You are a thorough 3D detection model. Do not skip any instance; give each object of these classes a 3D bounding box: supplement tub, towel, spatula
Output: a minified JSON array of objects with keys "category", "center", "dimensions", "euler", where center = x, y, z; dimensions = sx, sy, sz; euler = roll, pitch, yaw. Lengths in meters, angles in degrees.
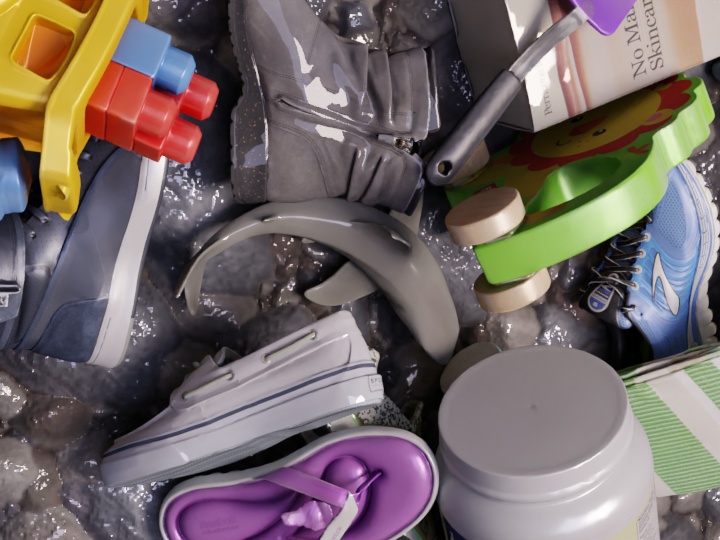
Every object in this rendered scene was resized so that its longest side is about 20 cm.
[{"category":"supplement tub","center":[0.126,0.166,0.871],"dimensions":[0.144,0.145,0.202],"euler":[-24,125,-15]},{"category":"towel","center":[0.262,0.103,0.945],"dimensions":[0.198,0.024,0.152],"euler":[-25,127,31]},{"category":"spatula","center":[0.107,-0.130,0.803],"dimensions":[0.056,0.021,0.200],"euler":[40,91,-23]}]

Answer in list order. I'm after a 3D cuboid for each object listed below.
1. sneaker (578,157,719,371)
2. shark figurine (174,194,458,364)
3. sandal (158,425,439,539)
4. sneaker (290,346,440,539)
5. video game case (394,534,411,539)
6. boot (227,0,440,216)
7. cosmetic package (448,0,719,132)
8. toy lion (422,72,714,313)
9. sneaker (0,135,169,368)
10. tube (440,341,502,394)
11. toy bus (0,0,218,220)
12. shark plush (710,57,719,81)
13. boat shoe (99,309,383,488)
[{"category":"sneaker","center":[0.206,0.001,0.944],"dimensions":[0.088,0.078,0.203],"euler":[-16,108,-21]},{"category":"shark figurine","center":[-0.014,-0.017,0.842],"dimensions":[0.212,0.089,0.130],"euler":[12,90,-23]},{"category":"sandal","center":[-0.042,0.160,0.842],"dimensions":[0.200,0.050,0.083],"euler":[-19,104,20]},{"category":"sneaker","center":[0.027,0.134,0.911],"dimensions":[0.089,0.076,0.201],"euler":[-44,120,-24]},{"category":"video game case","center":[0.077,0.256,0.867],"dimensions":[0.019,0.199,0.144],"euler":[-40,141,-31]},{"category":"boot","center":[-0.015,-0.136,0.806],"dimensions":[0.130,0.070,0.203],"euler":[0,111,-1]},{"category":"cosmetic package","center":[0.169,-0.178,0.880],"dimensions":[0.198,0.087,0.105],"euler":[-24,112,-15]},{"category":"toy lion","center":[0.142,-0.068,0.841],"dimensions":[0.190,0.200,0.069],"euler":[-24,110,5]},{"category":"sneaker","center":[-0.195,-0.045,0.768],"dimensions":[0.144,0.077,0.205],"euler":[8,101,-26]},{"category":"tube","center":[0.130,0.138,0.967],"dimensions":[0.077,0.051,0.201],"euler":[-36,119,5]},{"category":"toy bus","center":[-0.179,-0.093,0.692],"dimensions":[0.190,0.136,0.202],"euler":[26,75,-8]},{"category":"shark plush","center":[0.317,-0.134,0.907],"dimensions":[0.089,0.202,0.084],"euler":[-3,137,-11]},{"category":"boat shoe","center":[-0.080,0.083,0.836],"dimensions":[0.198,0.074,0.068],"euler":[-20,76,12]}]
